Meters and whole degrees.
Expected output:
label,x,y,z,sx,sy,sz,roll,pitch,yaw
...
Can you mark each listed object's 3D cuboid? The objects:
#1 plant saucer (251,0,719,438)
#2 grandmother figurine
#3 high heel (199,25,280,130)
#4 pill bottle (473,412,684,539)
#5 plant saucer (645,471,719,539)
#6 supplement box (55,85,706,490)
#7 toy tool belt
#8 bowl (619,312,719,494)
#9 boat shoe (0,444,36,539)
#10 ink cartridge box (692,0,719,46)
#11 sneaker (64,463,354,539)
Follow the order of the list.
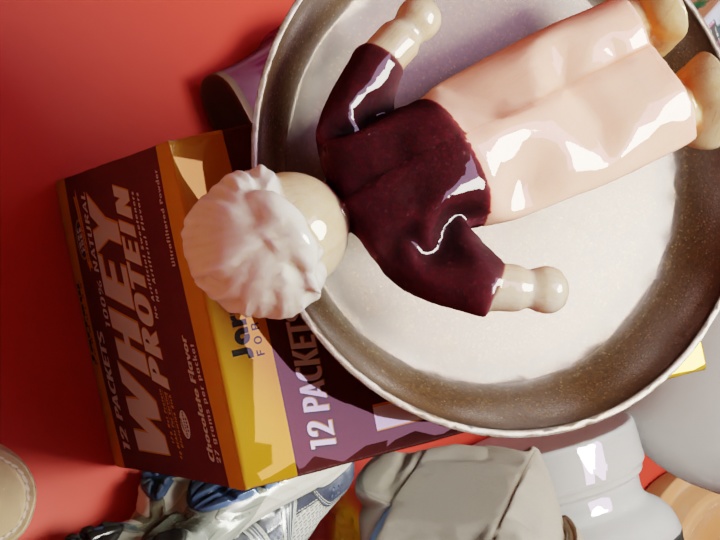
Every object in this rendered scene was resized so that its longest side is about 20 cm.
label,x,y,z,sx,sy,sz,roll,pitch,yaw
plant saucer,0.051,-0.038,0.786,0.200,0.032,0.201,2,83,-20
grandmother figurine,0.033,-0.035,0.737,0.200,0.061,0.121,-22,66,-18
high heel,0.003,-0.028,1.042,0.096,0.067,0.200,-32,103,-36
pill bottle,0.119,0.182,1.097,0.116,0.116,0.200,-20,97,-49
plant saucer,0.218,0.216,1.270,0.200,0.032,0.201,12,74,-48
supplement box,0.000,0.000,0.887,0.200,0.197,0.133,-13,92,-21
toy tool belt,0.043,0.170,0.953,0.200,0.125,0.123,-61,148,-64
bowl,0.177,0.000,1.155,0.200,0.075,0.200,-87,-171,-70
boat shoe,-0.189,0.085,0.798,0.200,0.065,0.072,12,72,-52
ink cartridge box,0.136,-0.101,1.173,0.200,0.119,0.042,-43,116,-45
sneaker,-0.070,0.133,0.935,0.200,0.077,0.085,-32,120,-47
